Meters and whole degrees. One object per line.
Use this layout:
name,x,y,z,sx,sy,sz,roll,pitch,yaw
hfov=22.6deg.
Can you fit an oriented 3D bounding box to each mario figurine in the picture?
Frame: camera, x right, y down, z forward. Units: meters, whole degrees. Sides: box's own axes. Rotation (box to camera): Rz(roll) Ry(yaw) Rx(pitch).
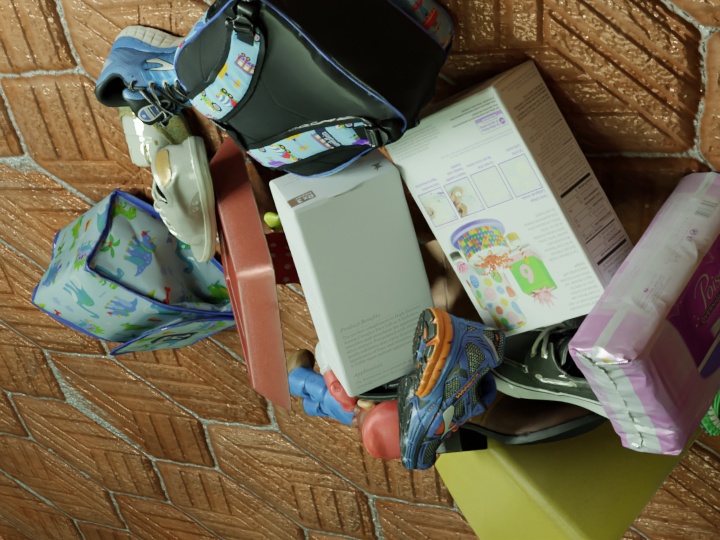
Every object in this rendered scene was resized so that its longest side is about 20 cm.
mario figurine,0.012,0.132,1.914,0.123,0.107,0.199,6,-171,-44

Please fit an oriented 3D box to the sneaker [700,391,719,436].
sneaker,0.313,0.085,1.563,0.078,0.085,0.200,65,-173,23

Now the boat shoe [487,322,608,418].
boat shoe,0.178,0.074,1.526,0.199,0.071,0.064,15,145,32

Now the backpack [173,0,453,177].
backpack,-0.047,-0.168,1.446,0.182,0.135,0.200,38,152,-15

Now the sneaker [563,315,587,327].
sneaker,0.180,-0.001,1.562,0.200,0.078,0.082,42,150,-21

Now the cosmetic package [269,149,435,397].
cosmetic package,0.000,0.000,1.556,0.074,0.101,0.201,-129,20,-57

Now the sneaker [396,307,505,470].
sneaker,0.076,0.112,1.545,0.078,0.076,0.201,5,144,-7

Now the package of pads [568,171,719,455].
package of pads,0.251,0.032,1.412,0.075,0.200,0.121,12,145,42

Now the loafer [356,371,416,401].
loafer,0.075,0.090,1.774,0.200,0.070,0.069,-19,98,29

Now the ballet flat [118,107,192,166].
ballet flat,-0.191,-0.112,1.767,0.070,0.071,0.200,9,146,36

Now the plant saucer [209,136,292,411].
plant saucer,-0.109,0.003,1.725,0.036,0.201,0.200,-11,135,-6

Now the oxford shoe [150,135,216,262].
oxford shoe,-0.167,-0.066,1.704,0.057,0.076,0.200,-12,158,-6

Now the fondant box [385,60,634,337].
fondant box,0.124,-0.053,1.466,0.144,0.058,0.201,-19,103,50

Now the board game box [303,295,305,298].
board game box,0.041,0.082,1.893,0.126,0.035,0.200,4,143,41

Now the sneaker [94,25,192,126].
sneaker,-0.161,-0.165,1.620,0.199,0.089,0.079,6,145,40

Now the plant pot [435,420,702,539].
plant pot,0.191,0.181,1.753,0.176,0.200,0.200,40,154,7

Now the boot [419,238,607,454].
boot,0.131,0.059,1.635,0.187,0.202,0.068,-11,171,39

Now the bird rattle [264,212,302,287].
bird rattle,-0.026,-0.011,1.688,0.163,0.113,0.200,42,152,17

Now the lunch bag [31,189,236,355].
lunch bag,-0.239,0.021,1.993,0.199,0.128,0.170,28,154,-24
